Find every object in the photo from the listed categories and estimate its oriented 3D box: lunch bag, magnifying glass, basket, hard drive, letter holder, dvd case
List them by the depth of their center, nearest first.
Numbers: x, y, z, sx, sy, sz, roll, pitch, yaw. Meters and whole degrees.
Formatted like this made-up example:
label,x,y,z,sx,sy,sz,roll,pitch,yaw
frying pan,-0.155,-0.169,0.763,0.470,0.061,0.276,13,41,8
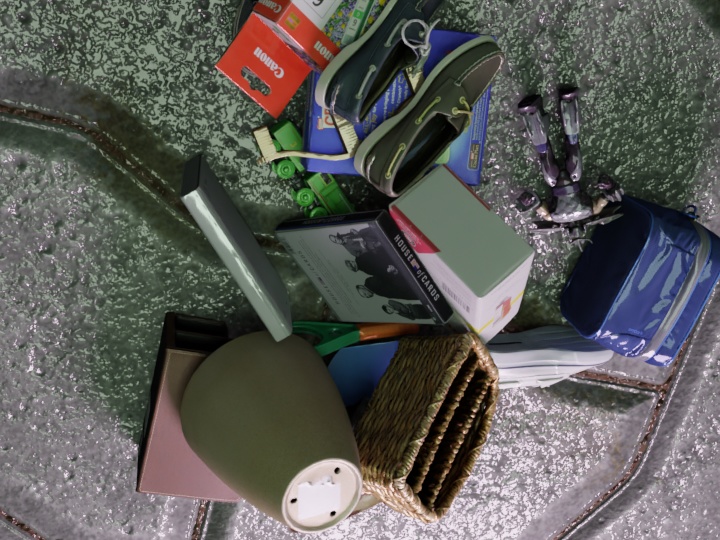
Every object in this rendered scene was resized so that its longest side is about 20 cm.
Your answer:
label,x,y,z,sx,sy,sz,roll,pitch,yaw
hard drive,-0.141,-0.027,1.177,0.026,0.132,0.200,-28,113,5
basket,0.094,0.187,1.187,0.143,0.149,0.200,37,68,-22
dvd case,0.000,0.000,1.188,0.025,0.200,0.150,-48,116,-28
lunch bag,0.356,0.007,1.262,0.132,0.136,0.200,21,106,-16
letter holder,-0.189,0.172,1.269,0.142,0.101,0.201,10,110,-14
magnifying glass,-0.024,0.081,1.277,0.199,0.080,0.022,-8,115,-16

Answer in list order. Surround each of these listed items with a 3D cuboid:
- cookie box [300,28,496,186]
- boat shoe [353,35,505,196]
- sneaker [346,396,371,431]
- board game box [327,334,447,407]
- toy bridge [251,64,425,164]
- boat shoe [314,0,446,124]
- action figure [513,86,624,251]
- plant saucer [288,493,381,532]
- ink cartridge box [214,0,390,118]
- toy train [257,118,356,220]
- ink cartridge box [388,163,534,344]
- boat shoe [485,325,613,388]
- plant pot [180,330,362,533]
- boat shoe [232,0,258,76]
label,x,y,z,sx,sy,sz,roll,pitch,yaw
cookie box,0.039,-0.190,1.153,0.199,0.075,0.172,4,99,-11
boat shoe,0.083,-0.161,1.082,0.202,0.060,0.072,-45,146,1
sneaker,-0.061,0.211,1.302,0.095,0.079,0.200,45,120,-5
board game box,0.049,0.150,1.330,0.199,0.039,0.158,-8,117,1
toy bridge,-0.019,-0.154,1.097,0.200,0.027,0.067,-24,103,-6
boat shoe,0.037,-0.230,1.050,0.062,0.075,0.200,35,69,19
action figure,0.242,-0.114,1.230,0.130,0.069,0.201,-13,108,11
plant saucer,-0.006,0.279,1.319,0.200,0.200,0.035,-27,70,3
ink cartridge box,-0.046,-0.253,1.040,0.200,0.050,0.109,-54,138,0
toy train,-0.050,-0.092,1.216,0.056,0.042,0.200,-37,112,-4
ink cartridge box,0.110,-0.008,1.160,0.083,0.200,0.145,-41,72,-12
boat shoe,0.228,0.116,1.318,0.199,0.074,0.067,1,116,-17
plant pot,-0.081,0.195,1.138,0.187,0.200,0.188,-12,119,-23
boat shoe,-0.083,-0.297,1.098,0.074,0.093,0.200,18,108,-15
